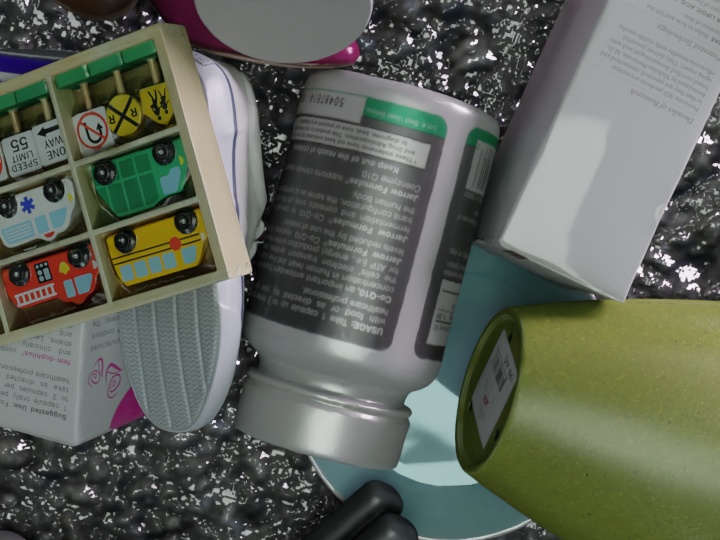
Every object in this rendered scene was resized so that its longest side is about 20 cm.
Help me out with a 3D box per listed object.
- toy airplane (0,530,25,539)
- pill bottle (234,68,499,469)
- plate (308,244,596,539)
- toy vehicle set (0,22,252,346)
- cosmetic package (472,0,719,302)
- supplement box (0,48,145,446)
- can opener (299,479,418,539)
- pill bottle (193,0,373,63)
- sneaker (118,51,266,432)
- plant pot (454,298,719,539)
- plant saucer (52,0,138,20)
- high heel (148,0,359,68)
[{"bbox_3d":[-0.229,0.205,0.804,0.200,0.142,0.199,34,130,-22],"label":"toy airplane"},{"bbox_3d":[0.000,0.000,0.767,0.113,0.113,0.201,15,90,-6],"label":"pill bottle"},{"bbox_3d":[0.057,0.068,0.852,0.199,0.026,0.201,-1,100,-3],"label":"plate"},{"bbox_3d":[-0.160,-0.033,0.696,0.199,0.026,0.125,-16,91,23],"label":"toy vehicle set"},{"bbox_3d":[0.137,-0.090,0.771,0.081,0.113,0.201,23,92,-7],"label":"cosmetic package"},{"bbox_3d":[-0.163,-0.018,0.770,0.103,0.101,0.201,9,100,21],"label":"supplement box"},{"bbox_3d":[-0.037,0.213,0.857,0.200,0.053,0.067,-43,133,14],"label":"can opener"},{"bbox_3d":[-0.034,-0.208,0.701,0.112,0.113,0.201,5,57,-4],"label":"pill bottle"},{"bbox_3d":[-0.079,-0.014,0.742,0.073,0.071,0.201,11,102,30],"label":"sneaker"},{"bbox_3d":[0.161,0.089,0.769,0.199,0.187,0.188,16,99,-12],"label":"plant pot"},{"bbox_3d":[-0.152,-0.224,0.689,0.034,0.200,0.201,-33,103,-31],"label":"plant saucer"},{"bbox_3d":[-0.083,-0.173,0.749,0.199,0.067,0.097,20,109,17],"label":"high heel"}]
